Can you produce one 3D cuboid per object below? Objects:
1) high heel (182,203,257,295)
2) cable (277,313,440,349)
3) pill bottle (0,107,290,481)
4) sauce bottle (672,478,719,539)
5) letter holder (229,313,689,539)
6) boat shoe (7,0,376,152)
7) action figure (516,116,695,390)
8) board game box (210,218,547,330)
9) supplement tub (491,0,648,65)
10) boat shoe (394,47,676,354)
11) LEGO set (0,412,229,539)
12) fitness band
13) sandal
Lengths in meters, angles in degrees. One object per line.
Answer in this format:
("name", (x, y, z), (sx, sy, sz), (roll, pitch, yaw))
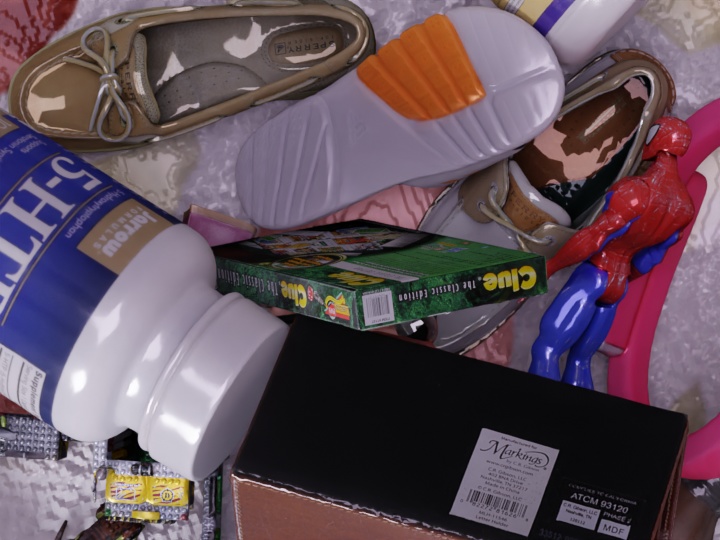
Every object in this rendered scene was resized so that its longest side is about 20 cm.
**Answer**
("high heel", (-0.157, -0.002, 1.534), (0.199, 0.067, 0.097), (16, 80, -9))
("cable", (-0.038, 0.043, 1.494), (0.199, 0.050, 0.098), (15, 112, -10))
("pill bottle", (-0.140, 0.013, 1.431), (0.199, 0.120, 0.120), (31, 91, 12))
("sauce bottle", (0.136, 0.153, 1.516), (0.200, 0.065, 0.065), (-43, 87, 0))
("letter holder", (0.048, 0.123, 1.421), (0.199, 0.143, 0.101), (15, 55, 11))
("boat shoe", (-0.091, -0.107, 1.531), (0.199, 0.063, 0.074), (-8, 89, 3))
("action figure", (0.116, 0.011, 1.480), (0.052, 0.065, 0.201), (41, 108, 41))
("board game box", (0.000, 0.000, 1.445), (0.104, 0.200, 0.024), (-8, 99, -25))
("supplement tub", (0.085, -0.220, 1.480), (0.200, 0.145, 0.145), (44, 92, 2))
("boat shoe", (0.086, -0.037, 1.517), (0.075, 0.068, 0.200), (39, 93, 1))
("LEGO set", (-0.149, 0.132, 1.505), (0.199, 0.116, 0.155), (12, 90, 4))
("fitness band", (0.183, 0.006, 1.478), (0.037, 0.143, 0.201), (19, 91, -35))
("sandal", (0.025, -0.078, 1.514), (0.206, 0.059, 0.080), (-21, 80, 33))
